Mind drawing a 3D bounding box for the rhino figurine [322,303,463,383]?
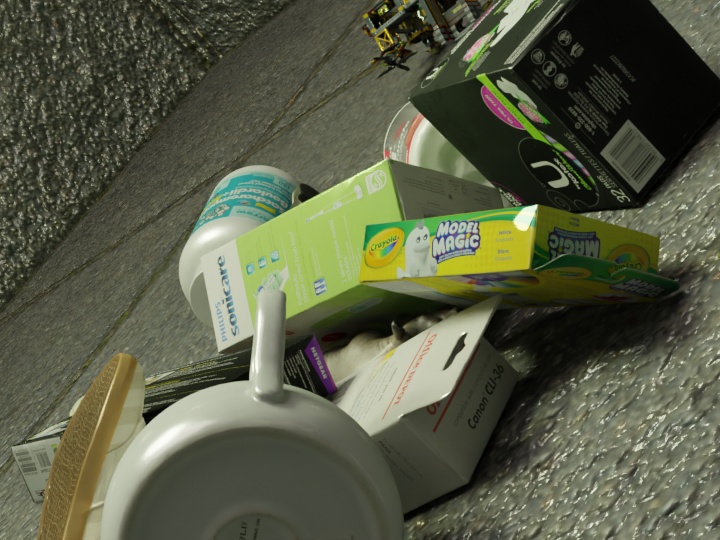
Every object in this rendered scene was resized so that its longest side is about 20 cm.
[{"bbox_3d":[0.012,0.072,1.292,0.087,0.060,0.200,-26,-6,-46],"label":"rhino figurine"}]

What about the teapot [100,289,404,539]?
[{"bbox_3d":[-0.068,0.147,1.075,0.200,0.197,0.146,-39,13,5],"label":"teapot"}]

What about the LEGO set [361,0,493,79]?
[{"bbox_3d":[0.106,-0.309,2.156,0.200,0.116,0.154,-32,-12,27],"label":"LEGO set"}]

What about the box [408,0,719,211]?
[{"bbox_3d":[0.158,-0.138,1.352,0.124,0.149,0.200,-49,15,-14],"label":"box"}]

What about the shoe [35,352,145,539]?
[{"bbox_3d":[-0.171,0.152,1.114,0.070,0.053,0.200,-20,50,57],"label":"shoe"}]

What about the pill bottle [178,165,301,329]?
[{"bbox_3d":[-0.109,-0.016,1.649,0.111,0.111,0.200,-38,15,21],"label":"pill bottle"}]

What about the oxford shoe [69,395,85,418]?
[{"bbox_3d":[-0.199,0.142,1.420,0.058,0.075,0.200,-45,-8,0],"label":"oxford shoe"}]

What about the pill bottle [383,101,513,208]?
[{"bbox_3d":[0.081,-0.104,1.545,0.111,0.111,0.200,-44,11,-1],"label":"pill bottle"}]

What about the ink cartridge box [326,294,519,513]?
[{"bbox_3d":[0.031,0.106,1.172,0.200,0.067,0.117,-33,17,41],"label":"ink cartridge box"}]

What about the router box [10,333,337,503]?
[{"bbox_3d":[-0.136,0.108,1.244,0.200,0.051,0.149,-15,9,47],"label":"router box"}]

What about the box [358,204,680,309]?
[{"bbox_3d":[0.104,-0.007,1.140,0.200,0.117,0.049,-2,79,52],"label":"box"}]

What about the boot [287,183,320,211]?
[{"bbox_3d":[-0.064,0.000,1.541,0.138,0.077,0.200,-57,-7,7],"label":"boot"}]

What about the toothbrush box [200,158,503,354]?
[{"bbox_3d":[0.000,0.000,1.337,0.200,0.086,0.145,-24,-22,34],"label":"toothbrush box"}]
